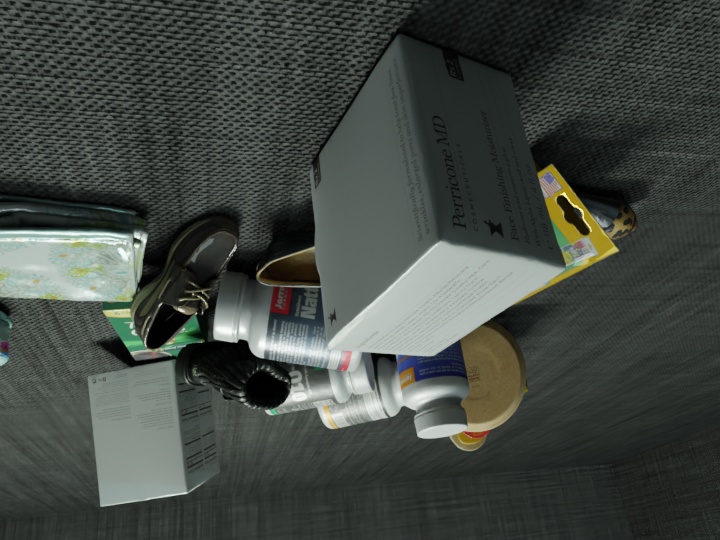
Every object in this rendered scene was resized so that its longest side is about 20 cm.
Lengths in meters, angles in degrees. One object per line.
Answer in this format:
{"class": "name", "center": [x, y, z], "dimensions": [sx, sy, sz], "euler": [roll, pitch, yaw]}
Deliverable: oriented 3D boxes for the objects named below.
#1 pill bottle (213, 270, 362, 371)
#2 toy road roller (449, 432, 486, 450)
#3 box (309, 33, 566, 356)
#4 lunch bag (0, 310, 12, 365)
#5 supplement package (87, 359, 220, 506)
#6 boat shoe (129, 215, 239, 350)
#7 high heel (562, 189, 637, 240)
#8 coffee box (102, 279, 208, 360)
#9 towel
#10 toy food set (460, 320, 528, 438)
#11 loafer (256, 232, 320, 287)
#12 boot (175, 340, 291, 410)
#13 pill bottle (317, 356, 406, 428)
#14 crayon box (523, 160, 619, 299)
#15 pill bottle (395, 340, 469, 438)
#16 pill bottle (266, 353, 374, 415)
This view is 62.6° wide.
{"class": "pill bottle", "center": [-0.092, 0.062, 0.798], "dimensions": [0.194, 0.123, 0.120], "euler": [9, 151, -7]}
{"class": "toy road roller", "center": [0.229, 0.225, 1.112], "dimensions": [0.141, 0.207, 0.123], "euler": [-5, 170, 3]}
{"class": "box", "center": [0.052, -0.053, 0.540], "dimensions": [0.127, 0.204, 0.200], "euler": [7, 150, -27]}
{"class": "lunch bag", "center": [-0.573, 0.080, 0.768], "dimensions": [0.194, 0.079, 0.161], "euler": [-10, 151, 4]}
{"class": "supplement package", "center": [-0.340, 0.261, 0.993], "dimensions": [0.147, 0.206, 0.151], "euler": [-10, 173, 6]}
{"class": "boat shoe", "center": [-0.206, 0.022, 0.717], "dimensions": [0.073, 0.074, 0.200], "euler": [17, 125, -45]}
{"class": "high heel", "center": [0.265, -0.023, 0.789], "dimensions": [0.139, 0.073, 0.201], "euler": [10, 140, -21]}
{"class": "coffee box", "center": [-0.293, 0.077, 0.869], "dimensions": [0.119, 0.045, 0.201], "euler": [-3, 152, -10]}
{"class": "towel", "center": [-0.349, -0.016, 0.677], "dimensions": [0.194, 0.049, 0.172], "euler": [5, 149, -22]}
{"class": "toy food set", "center": [0.193, 0.183, 1.035], "dimensions": [0.196, 0.202, 0.049], "euler": [-28, 170, -2]}
{"class": "loafer", "center": [-0.030, -0.007, 0.691], "dimensions": [0.195, 0.073, 0.075], "euler": [-8, 113, 22]}
{"class": "boot", "center": [-0.154, 0.146, 0.889], "dimensions": [0.154, 0.082, 0.209], "euler": [5, -172, 33]}
{"class": "pill bottle", "center": [0.016, 0.239, 1.177], "dimensions": [0.195, 0.119, 0.117], "euler": [-15, 152, 13]}
{"class": "crayon box", "center": [0.185, -0.037, 0.701], "dimensions": [0.126, 0.052, 0.199], "euler": [47, 133, -10]}
{"class": "pill bottle", "center": [0.114, 0.156, 0.952], "dimensions": [0.108, 0.205, 0.113], "euler": [-6, 153, -3]}
{"class": "pill bottle", "center": [-0.078, 0.183, 1.051], "dimensions": [0.194, 0.116, 0.114], "euler": [-12, 153, 8]}
